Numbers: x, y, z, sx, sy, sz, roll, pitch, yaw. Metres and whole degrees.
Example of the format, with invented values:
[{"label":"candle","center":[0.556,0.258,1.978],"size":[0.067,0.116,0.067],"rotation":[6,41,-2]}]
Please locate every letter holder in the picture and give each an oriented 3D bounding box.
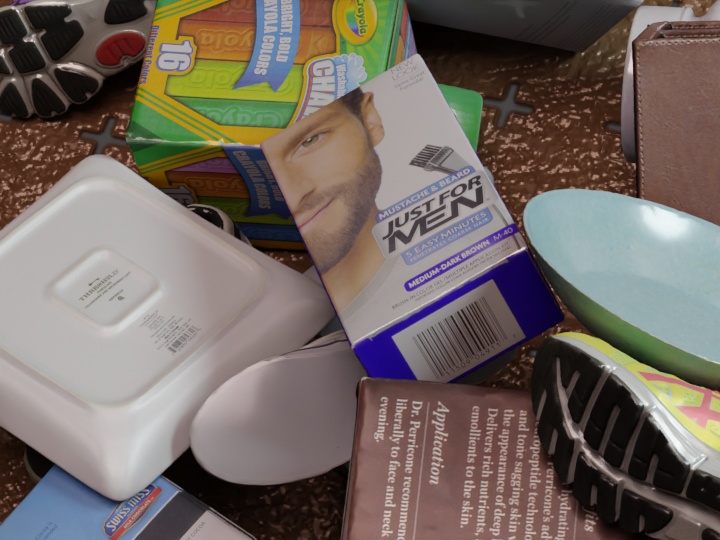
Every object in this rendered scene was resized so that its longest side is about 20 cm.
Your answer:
[{"label":"letter holder","center":[0.232,-0.039,1.692],"size":[0.141,0.101,0.201],"rotation":[-1,100,12]}]

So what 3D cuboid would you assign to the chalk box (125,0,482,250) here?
[{"label":"chalk box","center":[-0.027,-0.094,1.821],"size":[0.199,0.124,0.125],"rotation":[2,60,12]}]

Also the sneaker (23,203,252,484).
[{"label":"sneaker","center":[-0.141,0.041,1.783],"size":[0.075,0.088,0.200],"rotation":[28,69,22]}]

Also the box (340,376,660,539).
[{"label":"box","center":[0.088,0.168,1.556],"size":[0.199,0.164,0.167],"rotation":[6,66,4]}]

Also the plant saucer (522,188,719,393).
[{"label":"plant saucer","center":[0.172,0.022,1.563],"size":[0.200,0.039,0.201],"rotation":[18,22,-8]}]

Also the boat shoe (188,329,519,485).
[{"label":"boat shoe","center":[-0.006,0.065,1.670],"size":[0.199,0.066,0.072],"rotation":[-28,88,-14]}]

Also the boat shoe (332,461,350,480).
[{"label":"boat shoe","center":[0.040,0.117,1.699],"size":[0.200,0.071,0.076],"rotation":[48,113,29]}]

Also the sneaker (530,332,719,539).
[{"label":"sneaker","center":[0.172,0.091,1.467],"size":[0.200,0.078,0.090],"rotation":[36,41,24]}]

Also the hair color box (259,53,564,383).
[{"label":"hair color box","center":[0.025,-0.023,1.635],"size":[0.109,0.065,0.200],"rotation":[-29,37,2]}]

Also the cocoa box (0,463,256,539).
[{"label":"cocoa box","center":[-0.155,0.218,1.651],"size":[0.131,0.134,0.200],"rotation":[31,69,27]}]

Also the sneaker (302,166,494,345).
[{"label":"sneaker","center":[0.000,0.000,1.765],"size":[0.199,0.115,0.075],"rotation":[-22,57,-3]}]

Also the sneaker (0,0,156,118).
[{"label":"sneaker","center":[-0.171,-0.162,1.924],"size":[0.199,0.081,0.084],"rotation":[-19,24,14]}]

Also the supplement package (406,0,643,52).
[{"label":"supplement package","center":[0.068,-0.222,1.824],"size":[0.199,0.120,0.122],"rotation":[9,77,-12]}]

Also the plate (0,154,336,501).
[{"label":"plate","center":[-0.145,0.020,1.702],"size":[0.199,0.032,0.199],"rotation":[31,52,25]}]

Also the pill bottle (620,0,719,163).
[{"label":"pill bottle","center":[0.262,-0.107,1.783],"size":[0.199,0.114,0.114],"rotation":[5,60,13]}]
